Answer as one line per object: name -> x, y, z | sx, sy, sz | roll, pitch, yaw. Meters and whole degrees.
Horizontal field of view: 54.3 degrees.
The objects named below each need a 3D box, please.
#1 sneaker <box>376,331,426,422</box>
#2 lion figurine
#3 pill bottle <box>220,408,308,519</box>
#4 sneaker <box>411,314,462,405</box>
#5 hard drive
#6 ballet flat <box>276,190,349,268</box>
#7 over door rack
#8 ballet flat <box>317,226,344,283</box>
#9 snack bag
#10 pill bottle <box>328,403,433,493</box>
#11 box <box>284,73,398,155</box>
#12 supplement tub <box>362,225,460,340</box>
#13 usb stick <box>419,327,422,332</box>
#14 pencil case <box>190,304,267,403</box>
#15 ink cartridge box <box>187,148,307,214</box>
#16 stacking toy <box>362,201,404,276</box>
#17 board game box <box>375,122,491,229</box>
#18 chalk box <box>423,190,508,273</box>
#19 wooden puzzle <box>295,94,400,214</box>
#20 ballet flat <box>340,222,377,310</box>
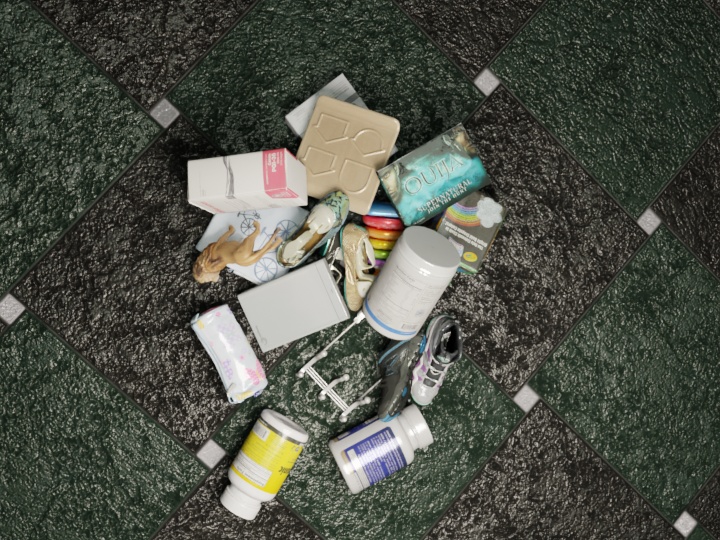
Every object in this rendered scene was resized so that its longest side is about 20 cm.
sneaker -> 0.069, 0.213, 1.447 | 0.081, 0.073, 0.201 | 16, 69, 19
lion figurine -> -0.246, -0.034, 1.376 | 0.073, 0.199, 0.123 | 53, 52, -22
pill bottle -> -0.200, 0.394, 1.425 | 0.111, 0.111, 0.201 | 32, 86, -8
sneaker -> 0.162, 0.191, 1.469 | 0.077, 0.140, 0.202 | 15, 87, -9
hard drive -> -0.138, 0.072, 1.440 | 0.199, 0.027, 0.133 | -22, 97, 12
ballet flat -> -0.097, -0.075, 1.398 | 0.074, 0.074, 0.200 | 38, 110, -7
over door rack -> -0.015, 0.201, 1.478 | 0.200, 0.067, 0.148 | -44, 97, -7
ballet flat -> -0.065, -0.019, 1.475 | 0.068, 0.068, 0.201 | 21, 97, -18
snack bag -> -0.221, -0.076, 1.466 | 0.199, 0.021, 0.190 | 27, 85, -6
pill bottle -> 0.045, 0.364, 1.461 | 0.199, 0.120, 0.120 | -26, 94, -8
box -> -0.041, -0.287, 1.486 | 0.156, 0.041, 0.201 | -37, 97, -7
supplement tub -> 0.098, 0.027, 1.391 | 0.131, 0.132, 0.201 | 23, 123, -9
usb stick -> 0.104, 0.072, 1.506 | 0.055, 0.033, 0.202 | -2, 87, 10
pencil case -> -0.268, 0.169, 1.426 | 0.090, 0.083, 0.201 | -28, 94, -30
ink cartridge box -> -0.217, -0.170, 1.362 | 0.198, 0.146, 0.084 | -5, 83, 11
stacking toy -> 0.049, -0.042, 1.480 | 0.109, 0.116, 0.202 | 4, 101, -8
board game box -> 0.145, -0.186, 1.394 | 0.199, 0.028, 0.136 | -31, 99, -8
chalk box -> 0.200, -0.069, 1.486 | 0.124, 0.124, 0.201 | 29, 87, -9
wooden puzzle -> -0.033, -0.233, 1.425 | 0.184, 0.046, 0.201 | 21, 92, 12
ballet flat -> 0.000, 0.000, 1.443 | 0.065, 0.071, 0.201 | 10, 124, 27
